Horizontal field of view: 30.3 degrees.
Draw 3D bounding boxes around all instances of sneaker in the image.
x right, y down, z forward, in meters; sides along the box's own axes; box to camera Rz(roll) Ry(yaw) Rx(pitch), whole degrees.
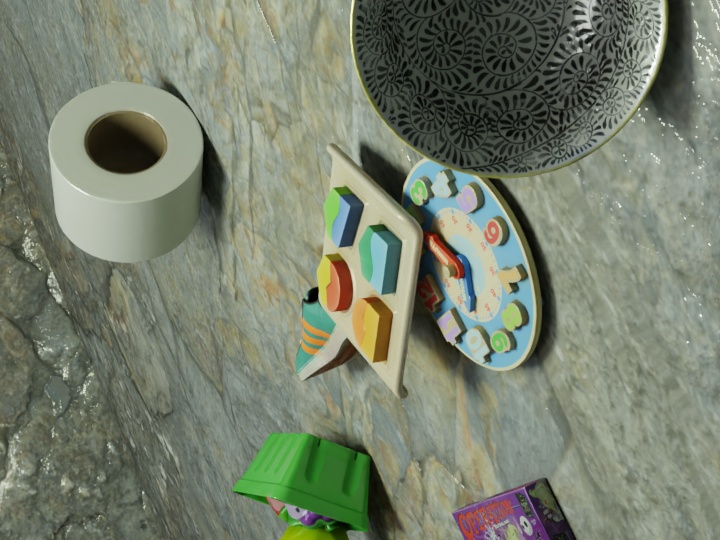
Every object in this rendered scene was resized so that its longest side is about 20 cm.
[{"bbox_3d":[-0.033,0.060,1.496,0.080,0.071,0.200,62,150,14],"label":"sneaker"}]

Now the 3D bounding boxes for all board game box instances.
[{"bbox_3d":[0.158,0.276,1.310,0.121,0.032,0.200,68,159,10],"label":"board game box"}]

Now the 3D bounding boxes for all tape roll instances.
[{"bbox_3d":[-0.311,-0.130,1.774,0.203,0.202,0.140,56,155,26],"label":"tape roll"}]

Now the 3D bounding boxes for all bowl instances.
[{"bbox_3d":[0.095,-0.170,0.870,0.094,0.199,0.202,-82,-18,-63],"label":"bowl"}]

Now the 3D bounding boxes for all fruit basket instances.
[{"bbox_3d":[-0.074,0.317,1.676,0.216,0.155,0.216,-56,20,33],"label":"fruit basket"}]

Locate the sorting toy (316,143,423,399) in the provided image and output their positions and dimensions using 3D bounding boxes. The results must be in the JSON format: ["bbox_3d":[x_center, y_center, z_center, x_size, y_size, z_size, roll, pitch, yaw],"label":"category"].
[{"bbox_3d":[0.000,0.000,1.292,0.185,0.036,0.201,-133,38,-51],"label":"sorting toy"}]

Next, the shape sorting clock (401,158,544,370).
[{"bbox_3d":[0.092,-0.005,1.173,0.200,0.039,0.201,50,153,37],"label":"shape sorting clock"}]
